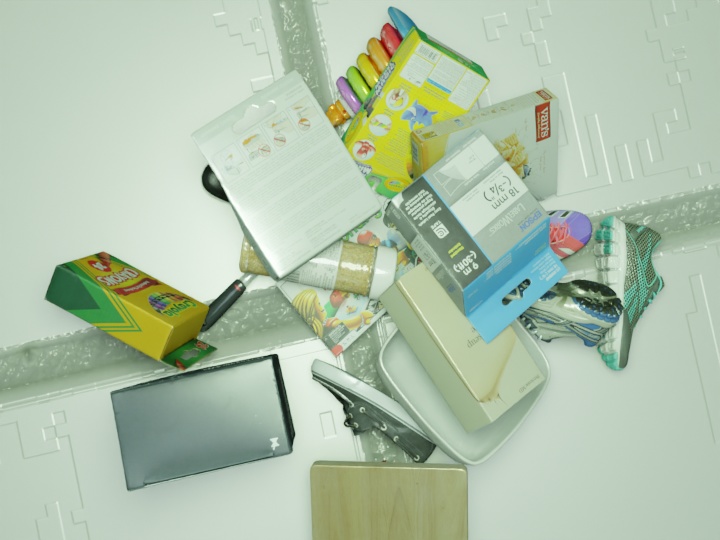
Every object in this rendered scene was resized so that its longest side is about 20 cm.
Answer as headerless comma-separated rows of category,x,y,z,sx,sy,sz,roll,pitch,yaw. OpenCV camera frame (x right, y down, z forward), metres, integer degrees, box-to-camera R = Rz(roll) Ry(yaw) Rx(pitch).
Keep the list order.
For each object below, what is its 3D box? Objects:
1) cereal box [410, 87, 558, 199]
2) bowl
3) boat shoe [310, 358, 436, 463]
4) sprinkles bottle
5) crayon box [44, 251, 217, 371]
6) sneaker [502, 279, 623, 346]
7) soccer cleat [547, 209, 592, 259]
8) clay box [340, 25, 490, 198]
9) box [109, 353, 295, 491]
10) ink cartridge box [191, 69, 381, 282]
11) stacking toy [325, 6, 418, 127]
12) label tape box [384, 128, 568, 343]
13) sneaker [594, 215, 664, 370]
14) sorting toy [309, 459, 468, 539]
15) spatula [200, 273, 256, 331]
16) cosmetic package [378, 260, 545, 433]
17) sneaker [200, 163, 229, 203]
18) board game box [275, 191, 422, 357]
cereal box,0.162,-0.137,1.265,0.196,0.040,0.146,-19,129,-13
bowl,0.126,0.130,1.266,0.200,0.075,0.199,47,63,1
boat shoe,0.012,0.189,1.287,0.198,0.070,0.067,32,84,-8
sprinkles bottle,-0.053,-0.012,1.253,0.195,0.068,0.070,11,87,-3
crayon box,-0.275,0.048,1.232,0.197,0.127,0.052,27,103,6
sneaker,0.228,0.050,1.257,0.196,0.078,0.086,18,127,0
soccer cleat,0.223,-0.045,1.292,0.196,0.073,0.070,-6,82,-15
clay box,0.060,-0.191,1.246,0.113,0.048,0.201,23,118,-26
box,-0.185,0.179,1.208,0.192,0.200,0.120,-12,88,-4
ink cartridge box,-0.091,-0.115,1.199,0.159,0.047,0.202,-33,92,-15
stacking toy,0.010,-0.237,1.297,0.199,0.110,0.116,-37,123,11
label tape box,0.145,-0.041,1.161,0.143,0.063,0.201,-38,86,-13
sneaker,0.361,0.031,1.307,0.089,0.078,0.205,3,89,-7
sorting toy,0.040,0.335,1.252,0.194,0.070,0.205,0,99,9
spatula,-0.145,0.006,1.300,0.200,0.021,0.057,-45,92,-3
cosmetic package,0.122,0.081,1.201,0.103,0.073,0.202,-32,84,-28
sneaker,-0.112,-0.121,1.270,0.195,0.112,0.075,6,86,-2
board game box,0.000,0.000,1.308,0.200,0.035,0.127,-42,89,-4
